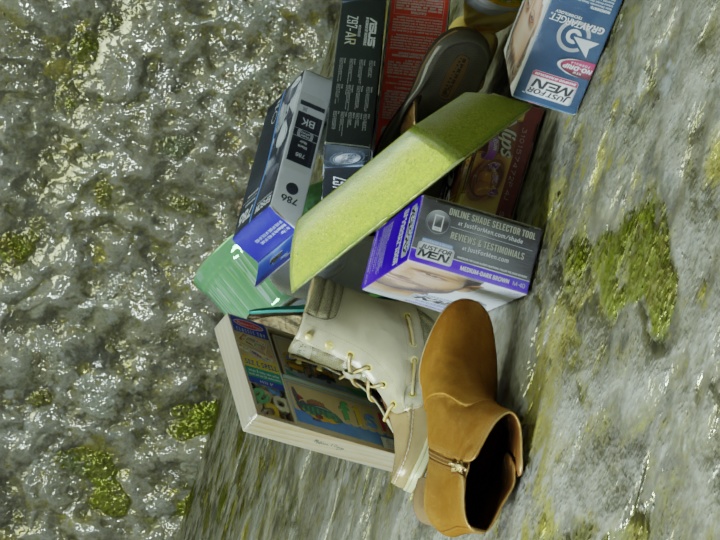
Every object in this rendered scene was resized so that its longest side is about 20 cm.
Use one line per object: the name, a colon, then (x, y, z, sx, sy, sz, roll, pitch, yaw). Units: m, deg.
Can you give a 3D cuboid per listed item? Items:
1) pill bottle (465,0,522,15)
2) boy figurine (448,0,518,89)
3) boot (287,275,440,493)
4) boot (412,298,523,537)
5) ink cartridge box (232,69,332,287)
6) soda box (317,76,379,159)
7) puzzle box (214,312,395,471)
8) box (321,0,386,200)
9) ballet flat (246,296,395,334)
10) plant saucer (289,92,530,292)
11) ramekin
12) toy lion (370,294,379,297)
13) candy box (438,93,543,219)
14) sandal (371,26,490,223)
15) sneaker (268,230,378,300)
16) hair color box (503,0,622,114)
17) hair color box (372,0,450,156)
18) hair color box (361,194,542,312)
pill bottle: (0.150, -0.307, 1.593, 0.200, 0.104, 0.104, 135, 149, -73)
boy figurine: (0.116, -0.220, 1.783, 0.124, 0.064, 0.200, -92, 21, -65)
boot: (0.005, 0.103, 1.602, 0.073, 0.155, 0.200, 120, 163, -56)
boot: (0.095, 0.112, 1.355, 0.144, 0.071, 0.202, 153, 129, -70)
ink cartridge box: (-0.079, -0.090, 1.681, 0.099, 0.039, 0.200, -37, 37, 56)
soda box: (0.017, -0.126, 1.823, 0.063, 0.200, 0.068, -9, 57, 35)
puzzle box: (-0.040, 0.119, 1.633, 0.025, 0.200, 0.133, -49, 41, 27)
box: (-0.006, -0.161, 1.637, 0.160, 0.043, 0.200, 96, 180, -62)
ballet flat: (-0.029, 0.064, 1.777, 0.070, 0.200, 0.065, -11, -86, -57)
plant saucer: (0.033, -0.080, 1.455, 0.200, 0.048, 0.200, -37, 1, 28)
ramekin: (-0.084, -0.006, 1.975, 0.200, 0.098, 0.200, -35, -9, -6)
toy lion: (-0.001, 0.047, 1.954, 0.192, 0.069, 0.200, -61, 0, 32)
candy box: (0.112, -0.104, 1.631, 0.200, 0.056, 0.117, -162, 88, -80)
sandal: (0.071, -0.125, 1.570, 0.200, 0.082, 0.055, -63, 34, 18)
sneaker: (0.000, 0.000, 1.742, 0.112, 0.200, 0.073, 129, 131, -75)
hair color box: (0.182, -0.242, 1.418, 0.100, 0.060, 0.200, -89, 17, -61)
hair color box: (0.053, -0.210, 1.703, 0.111, 0.064, 0.200, -72, -10, -85)
hair color box: (0.076, -0.008, 1.507, 0.200, 0.109, 0.065, 140, 145, -76)
